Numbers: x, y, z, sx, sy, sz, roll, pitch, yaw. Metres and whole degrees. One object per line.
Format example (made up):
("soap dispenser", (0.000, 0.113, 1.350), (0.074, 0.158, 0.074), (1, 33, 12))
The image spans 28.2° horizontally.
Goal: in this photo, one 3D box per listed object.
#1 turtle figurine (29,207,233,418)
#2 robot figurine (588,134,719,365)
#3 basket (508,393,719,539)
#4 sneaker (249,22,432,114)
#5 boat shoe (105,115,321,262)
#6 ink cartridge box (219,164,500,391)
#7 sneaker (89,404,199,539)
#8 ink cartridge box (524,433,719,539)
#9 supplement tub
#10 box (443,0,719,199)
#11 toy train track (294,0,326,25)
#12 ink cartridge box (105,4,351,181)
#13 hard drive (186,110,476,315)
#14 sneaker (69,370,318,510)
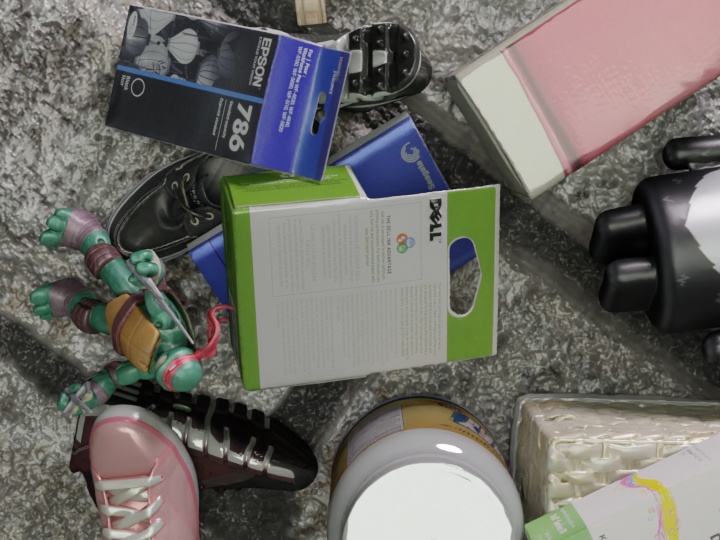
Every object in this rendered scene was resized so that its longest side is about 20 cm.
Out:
("turtle figurine", (-0.176, 0.043, 1.071), (0.200, 0.100, 0.151), (40, 108, 40))
("robot figurine", (0.280, -0.020, 1.102), (0.198, 0.125, 0.152), (-7, 108, 0))
("basket", (0.221, 0.206, 1.107), (0.198, 0.161, 0.201), (2, 95, -3))
("sneaker", (-0.032, -0.151, 1.115), (0.198, 0.090, 0.067), (0, 85, 25))
("boat shoe", (-0.114, -0.063, 1.123), (0.199, 0.066, 0.070), (-25, 95, 2))
("ink cartridge box", (0.000, 0.000, 1.084), (0.198, 0.076, 0.149), (-6, 114, -11))
("sneaker", (-0.163, 0.207, 1.080), (0.075, 0.105, 0.202), (-5, 117, 9))
("ink cartridge box", (0.228, 0.193, 0.992), (0.199, 0.067, 0.118), (-26, 94, 1))
("supplement tub", (0.047, 0.181, 1.080), (0.143, 0.200, 0.146), (0, 96, 0))
("box", (0.176, -0.154, 1.087), (0.199, 0.128, 0.109), (-33, 96, 3))
("toy train track", (-0.004, -0.253, 1.108), (0.198, 0.033, 0.116), (-4, 97, 9))
("ink cartridge box", (-0.104, -0.136, 1.078), (0.199, 0.039, 0.101), (16, 95, 33))
("hard drive", (-0.018, -0.018, 1.128), (0.199, 0.025, 0.133), (-31, 116, 2))
("sneaker", (-0.140, 0.162, 1.151), (0.198, 0.076, 0.116), (20, 110, -3))
